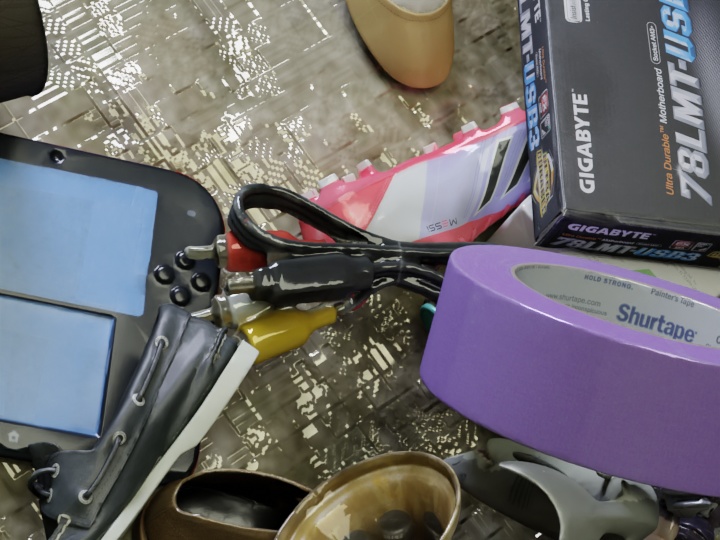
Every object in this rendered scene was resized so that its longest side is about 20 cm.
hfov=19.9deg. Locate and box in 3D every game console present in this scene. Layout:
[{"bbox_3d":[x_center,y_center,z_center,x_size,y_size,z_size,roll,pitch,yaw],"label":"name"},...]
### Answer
[{"bbox_3d":[-0.175,0.015,1.095,0.199,0.031,0.178,12,63,-15],"label":"game console"}]

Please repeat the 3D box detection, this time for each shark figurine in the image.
[{"bbox_3d":[0.113,0.134,1.010,0.127,0.214,0.090,6,91,-6],"label":"shark figurine"}]

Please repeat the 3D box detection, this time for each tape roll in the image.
[{"bbox_3d":[0.133,0.048,1.035,0.199,0.200,0.066,11,102,-16],"label":"tape roll"}]

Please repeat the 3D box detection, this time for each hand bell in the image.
[{"bbox_3d":[0.045,0.199,1.035,0.104,0.104,0.201,-49,124,-31],"label":"hand bell"}]

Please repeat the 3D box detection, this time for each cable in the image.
[{"bbox_3d":[0.000,0.000,1.129,0.199,0.050,0.098,-3,65,-21],"label":"cable"}]

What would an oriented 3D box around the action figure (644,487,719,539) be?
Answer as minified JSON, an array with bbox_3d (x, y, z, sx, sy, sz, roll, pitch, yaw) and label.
[{"bbox_3d":[0.189,0.135,1.134,0.069,0.131,0.200,18,53,16],"label":"action figure"}]

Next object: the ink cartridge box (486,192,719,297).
[{"bbox_3d":[0.184,-0.034,1.235,0.200,0.067,0.117,-37,82,-30],"label":"ink cartridge box"}]

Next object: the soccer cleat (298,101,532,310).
[{"bbox_3d":[0.055,-0.042,1.196,0.199,0.067,0.077,-21,87,-26],"label":"soccer cleat"}]

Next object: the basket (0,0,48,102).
[{"bbox_3d":[-0.284,-0.124,1.053,0.199,0.180,0.137,-23,117,-21],"label":"basket"}]

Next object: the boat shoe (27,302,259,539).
[{"bbox_3d":[-0.134,0.100,1.032,0.066,0.074,0.200,39,77,-4],"label":"boat shoe"}]

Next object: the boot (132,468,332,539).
[{"bbox_3d":[-0.015,0.149,1.070,0.199,0.075,0.074,15,60,-16],"label":"boot"}]

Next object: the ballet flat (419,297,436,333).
[{"bbox_3d":[0.110,0.079,1.151,0.075,0.068,0.201,-27,76,-14],"label":"ballet flat"}]

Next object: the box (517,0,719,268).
[{"bbox_3d":[0.193,-0.100,1.204,0.197,0.050,0.201,8,62,-18],"label":"box"}]

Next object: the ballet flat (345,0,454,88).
[{"bbox_3d":[0.017,-0.210,1.255,0.068,0.063,0.201,-9,70,-24],"label":"ballet flat"}]
